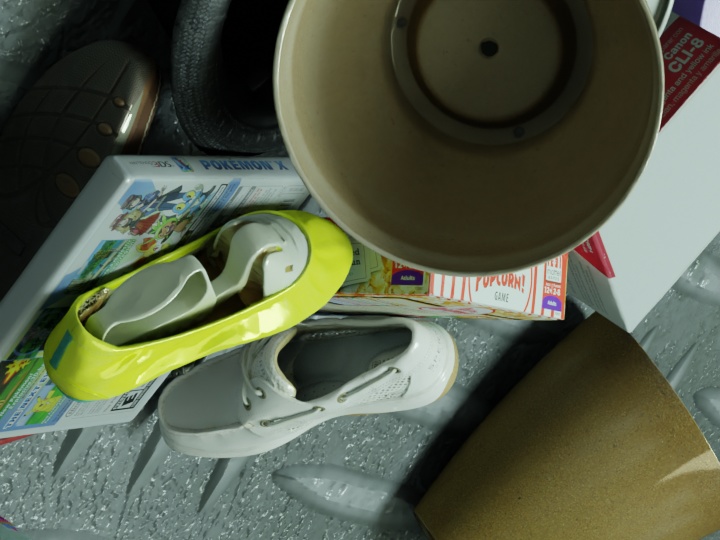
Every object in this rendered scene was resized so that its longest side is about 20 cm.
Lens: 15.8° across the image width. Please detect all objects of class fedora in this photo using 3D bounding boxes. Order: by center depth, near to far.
[{"bbox_3d":[-0.058,-0.160,1.404,0.200,0.092,0.201,-38,151,-25],"label":"fedora"}]

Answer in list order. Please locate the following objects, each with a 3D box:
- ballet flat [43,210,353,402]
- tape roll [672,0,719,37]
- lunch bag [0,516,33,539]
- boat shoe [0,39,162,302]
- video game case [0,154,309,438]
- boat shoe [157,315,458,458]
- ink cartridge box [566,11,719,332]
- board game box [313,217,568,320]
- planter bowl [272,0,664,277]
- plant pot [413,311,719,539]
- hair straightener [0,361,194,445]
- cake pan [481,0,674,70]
[{"bbox_3d":[-0.080,0.008,1.379,0.199,0.067,0.067,-26,152,-29],"label":"ballet flat"},{"bbox_3d":[0.296,-0.169,1.636,0.199,0.066,0.201,-6,116,-13],"label":"tape roll"},{"bbox_3d":[-0.263,0.204,1.412,0.199,0.170,0.123,-12,122,-46],"label":"lunch bag"},{"bbox_3d":[-0.160,-0.039,1.414,0.072,0.076,0.200,-1,130,-52],"label":"boat shoe"},{"bbox_3d":[-0.132,0.015,1.421,0.200,0.022,0.182,-51,157,23],"label":"video game case"},{"bbox_3d":[-0.043,0.061,1.578,0.199,0.071,0.069,-17,153,19],"label":"boat shoe"},{"bbox_3d":[0.124,-0.093,1.603,0.145,0.200,0.145,-48,148,-13],"label":"ink cartridge box"},{"bbox_3d":[0.000,0.000,1.534,0.151,0.199,0.047,11,81,-56],"label":"board game box"},{"bbox_3d":[0.062,-0.109,1.371,0.201,0.199,0.135,-64,179,16],"label":"planter bowl"},{"bbox_3d":[0.146,0.162,1.908,0.200,0.187,0.187,-34,145,-5],"label":"plant pot"},{"bbox_3d":[-0.166,0.056,1.517,0.199,0.041,0.077,-9,127,-48],"label":"hair straightener"},{"bbox_3d":[0.092,-0.191,1.467,0.037,0.200,0.201,-18,134,-42],"label":"cake pan"}]
